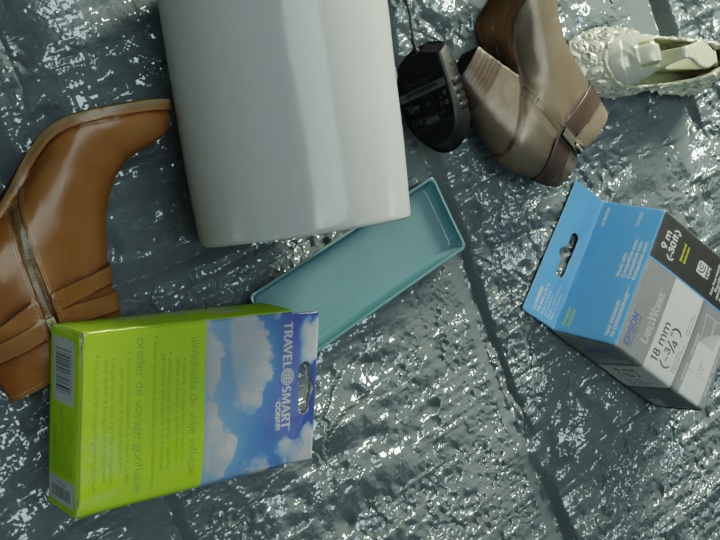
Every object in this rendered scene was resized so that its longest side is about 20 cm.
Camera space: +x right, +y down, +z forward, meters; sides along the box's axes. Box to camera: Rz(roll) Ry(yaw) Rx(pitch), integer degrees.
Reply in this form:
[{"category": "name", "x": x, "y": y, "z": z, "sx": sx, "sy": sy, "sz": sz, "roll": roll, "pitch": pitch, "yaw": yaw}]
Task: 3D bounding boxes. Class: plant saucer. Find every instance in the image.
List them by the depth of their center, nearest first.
[{"category": "plant saucer", "x": 0.000, "y": 0.000, "z": 0.792, "sx": 0.199, "sy": 0.019, "sz": 0.071, "roll": -34, "pitch": 105, "yaw": -26}]

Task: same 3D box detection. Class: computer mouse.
[{"category": "computer mouse", "x": 0.050, "y": -0.198, "z": 0.810, "sx": 0.034, "sy": 0.058, "sz": 0.203, "roll": -17, "pitch": 93, "yaw": -50}]

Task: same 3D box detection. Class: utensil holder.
[{"category": "utensil holder", "x": -0.054, "y": -0.127, "z": 0.684, "sx": 0.168, "sy": 0.169, "sz": 0.203, "roll": -11, "pitch": 97, "yaw": -29}]

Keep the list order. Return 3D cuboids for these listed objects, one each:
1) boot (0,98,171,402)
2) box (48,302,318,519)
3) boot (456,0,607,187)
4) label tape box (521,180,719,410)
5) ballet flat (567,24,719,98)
[{"category": "boot", "x": -0.191, "y": -0.019, "z": 0.651, "sx": 0.199, "sy": 0.076, "sz": 0.157, "roll": -31, "pitch": 102, "yaw": -24}, {"category": "box", "x": -0.118, "y": 0.090, "z": 0.676, "sx": 0.198, "sy": 0.047, "sz": 0.124, "roll": -4, "pitch": 100, "yaw": -45}, {"category": "boot", "x": 0.169, "y": -0.183, "z": 0.861, "sx": 0.146, "sy": 0.070, "sz": 0.201, "roll": 36, "pitch": 81, "yaw": -21}, {"category": "label tape box", "x": 0.266, "y": 0.024, "z": 0.913, "sx": 0.199, "sy": 0.063, "sz": 0.146, "roll": 33, "pitch": 73, "yaw": -25}, {"category": "ballet flat", "x": 0.283, "y": -0.207, "z": 0.929, "sx": 0.198, "sy": 0.072, "sz": 0.073, "roll": -7, "pitch": 92, "yaw": -28}]
